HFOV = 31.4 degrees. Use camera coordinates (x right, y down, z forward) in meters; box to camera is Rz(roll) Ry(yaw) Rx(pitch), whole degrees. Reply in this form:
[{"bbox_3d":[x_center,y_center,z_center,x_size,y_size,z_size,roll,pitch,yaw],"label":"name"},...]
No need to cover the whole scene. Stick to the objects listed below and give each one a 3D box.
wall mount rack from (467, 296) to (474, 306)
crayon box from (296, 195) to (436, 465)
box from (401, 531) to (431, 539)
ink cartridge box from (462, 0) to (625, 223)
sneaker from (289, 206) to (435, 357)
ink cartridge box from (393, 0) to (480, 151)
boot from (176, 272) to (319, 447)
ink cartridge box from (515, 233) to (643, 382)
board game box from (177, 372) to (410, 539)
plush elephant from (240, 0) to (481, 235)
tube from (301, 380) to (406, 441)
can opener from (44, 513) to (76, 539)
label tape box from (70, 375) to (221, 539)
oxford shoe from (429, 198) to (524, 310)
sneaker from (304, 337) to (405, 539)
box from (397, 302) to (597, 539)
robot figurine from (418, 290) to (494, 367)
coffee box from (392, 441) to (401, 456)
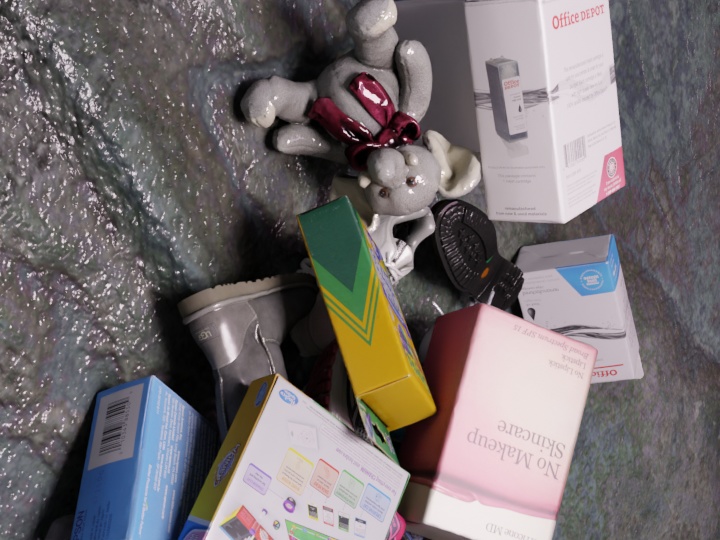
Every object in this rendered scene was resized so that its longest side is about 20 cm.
[{"bbox_3d":[0.147,0.131,1.420,0.174,0.073,0.203,-21,115,-84],"label":"wall mount rack"},{"bbox_3d":[0.011,0.053,1.084,0.126,0.051,0.202,56,15,-67],"label":"crayon box"},{"bbox_3d":[0.017,0.289,1.137,0.159,0.044,0.202,26,41,-30],"label":"box"},{"bbox_3d":[0.171,-0.159,1.166,0.145,0.084,0.203,-27,115,-52],"label":"ink cartridge box"},{"bbox_3d":[0.000,0.000,1.211,0.201,0.080,0.076,-55,134,-30],"label":"sneaker"},{"bbox_3d":[0.129,-0.199,1.299,0.199,0.145,0.149,-12,102,-51],"label":"ink cartridge box"},{"bbox_3d":[-0.069,0.110,1.080,0.181,0.072,0.202,-13,77,-53],"label":"boot"},{"bbox_3d":[0.259,0.067,1.502,0.068,0.115,0.202,-63,140,-55],"label":"ink cartridge box"},{"bbox_3d":[-0.057,0.205,0.980,0.153,0.040,0.201,40,56,-23],"label":"board game box"},{"bbox_3d":[0.014,-0.115,1.145,0.156,0.164,0.200,62,11,21],"label":"plush elephant"},{"bbox_3d":[0.022,0.128,1.274,0.078,0.050,0.200,-55,136,-2],"label":"tube"},{"bbox_3d":[-0.177,0.246,1.031,0.199,0.053,0.068,32,73,-49],"label":"can opener"},{"bbox_3d":[-0.139,0.199,1.028,0.200,0.065,0.145,50,32,-43],"label":"label tape box"},{"bbox_3d":[0.101,-0.022,1.334,0.073,0.084,0.200,-49,148,-7],"label":"oxford shoe"},{"bbox_3d":[-0.009,0.152,1.127,0.074,0.081,0.202,8,58,-21],"label":"sneaker"},{"bbox_3d":[0.116,0.148,1.149,0.127,0.109,0.202,20,75,-15],"label":"box"},{"bbox_3d":[0.120,0.124,1.273,0.168,0.113,0.203,-6,83,-34],"label":"robot figurine"},{"bbox_3d":[-0.007,0.259,1.253,0.199,0.044,0.125,-21,109,-49],"label":"coffee box"}]
